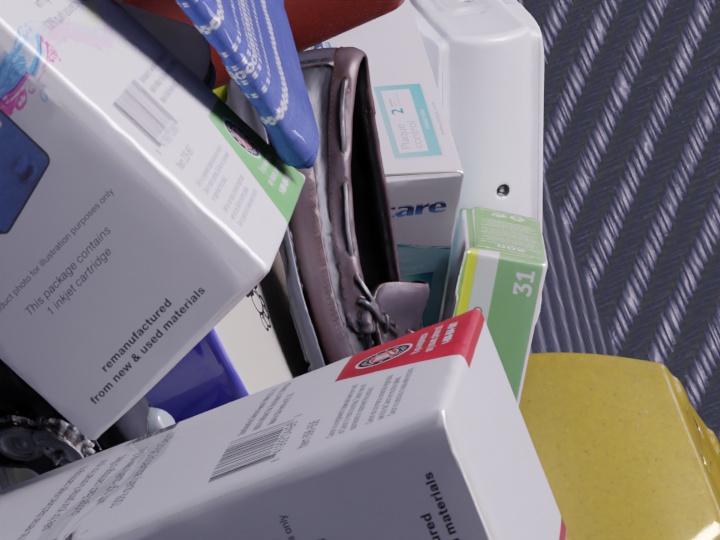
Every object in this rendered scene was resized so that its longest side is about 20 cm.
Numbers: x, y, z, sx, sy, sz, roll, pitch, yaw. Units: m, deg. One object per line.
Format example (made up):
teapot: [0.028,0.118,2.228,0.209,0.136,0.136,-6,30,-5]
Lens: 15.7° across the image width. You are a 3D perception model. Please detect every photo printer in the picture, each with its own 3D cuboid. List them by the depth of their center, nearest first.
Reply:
photo printer: [0.046,-0.060,1.413,0.166,0.069,0.201,-124,-151,-60]

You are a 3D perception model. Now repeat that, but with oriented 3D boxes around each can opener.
can opener: [-0.087,0.077,0.984,0.200,0.063,0.079,60,35,-39]

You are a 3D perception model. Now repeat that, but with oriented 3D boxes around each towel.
towel: [-0.080,-0.137,0.933,0.200,0.024,0.145,53,11,-32]

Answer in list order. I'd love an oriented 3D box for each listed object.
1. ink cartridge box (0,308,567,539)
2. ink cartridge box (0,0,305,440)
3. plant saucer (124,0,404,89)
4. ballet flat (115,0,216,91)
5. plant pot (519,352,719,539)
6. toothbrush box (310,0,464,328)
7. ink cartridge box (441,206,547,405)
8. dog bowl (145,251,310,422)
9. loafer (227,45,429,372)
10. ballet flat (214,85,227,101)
ink cartridge box: [-0.046,0.095,0.788,0.144,0.199,0.084,-57,126,-78]
ink cartridge box: [-0.123,-0.056,0.880,0.200,0.087,0.145,45,13,-8]
plant saucer: [-0.058,-0.132,1.220,0.200,0.199,0.037,-90,155,-66]
ballet flat: [-0.125,-0.087,1.030,0.200,0.069,0.070,17,-41,62]
plant pot: [0.112,0.156,1.445,0.196,0.199,0.195,50,19,-59]
toothbrush box: [-0.013,-0.034,1.336,0.200,0.085,0.147,96,-17,-49]
ink cartridge box: [0.055,0.060,1.255,0.200,0.048,0.146,-83,-177,-77]
dog bowl: [-0.079,0.023,1.112,0.201,0.079,0.200,62,12,-22]
loafer: [0.000,0.000,1.131,0.072,0.063,0.201,-16,87,-79]
ballet flat: [-0.093,-0.084,1.339,0.200,0.066,0.067,-84,170,-73]
